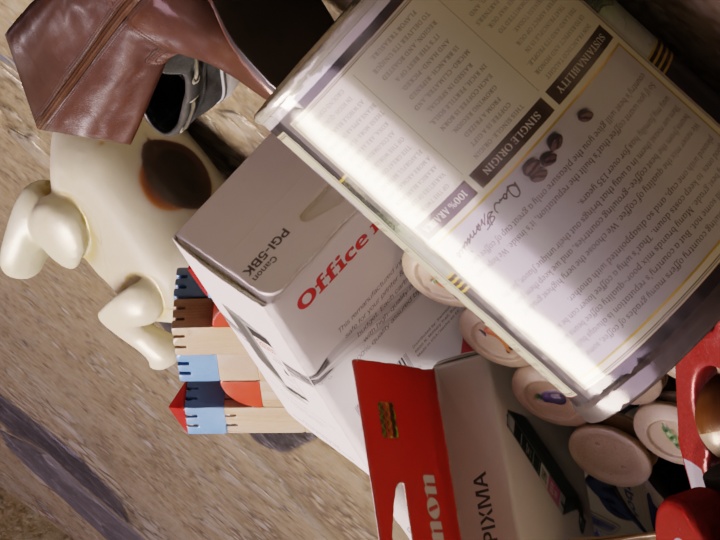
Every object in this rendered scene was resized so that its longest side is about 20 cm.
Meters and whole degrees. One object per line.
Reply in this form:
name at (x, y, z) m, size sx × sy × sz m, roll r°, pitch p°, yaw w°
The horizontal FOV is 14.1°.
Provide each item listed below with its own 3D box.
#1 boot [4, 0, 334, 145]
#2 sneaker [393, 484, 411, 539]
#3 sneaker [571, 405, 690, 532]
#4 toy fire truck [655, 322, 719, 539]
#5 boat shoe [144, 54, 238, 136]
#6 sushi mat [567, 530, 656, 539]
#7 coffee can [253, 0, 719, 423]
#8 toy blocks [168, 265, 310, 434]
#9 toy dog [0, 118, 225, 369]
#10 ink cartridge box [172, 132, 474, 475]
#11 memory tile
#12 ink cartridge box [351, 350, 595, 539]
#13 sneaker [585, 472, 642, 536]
boot at (-0.104, -0.107, 1.596) m, size 0.186 × 0.064 × 0.200 m, roll 48°, pitch 141°, yaw 5°
sneaker at (0.080, 0.149, 1.941) m, size 0.087 × 0.075 × 0.200 m, roll 46°, pitch -162°, yaw 11°
sneaker at (0.212, 0.150, 1.675) m, size 0.199 × 0.081 × 0.115 m, roll 45°, pitch 168°, yaw -13°
toy fire truck at (0.209, 0.079, 1.423) m, size 0.200 × 0.112 × 0.168 m, roll 179°, pitch 77°, yaw -72°
boat shoe at (-0.109, -0.137, 1.677) m, size 0.069 × 0.057 × 0.200 m, roll 35°, pitch 164°, yaw 18°
sushi mat at (0.221, 0.162, 1.615) m, size 0.200 × 0.012 × 0.096 m, roll -11°, pitch 139°, yaw 34°
coffee can at (0.075, -0.053, 1.267) m, size 0.200 × 0.146 × 0.146 m, roll 42°, pitch 166°, yaw -5°
toy blocks at (-0.056, 0.034, 1.810) m, size 0.137 × 0.100 × 0.200 m, roll 0°, pitch 136°, yaw 4°
toy dog at (-0.112, -0.027, 1.930) m, size 0.200 × 0.139 × 0.194 m, roll 36°, pitch 129°, yaw 24°
ink cartridge box at (0.000, 0.000, 1.631) m, size 0.083 × 0.147 × 0.200 m, roll 34°, pitch 164°, yaw 34°
memory tile at (0.125, 0.038, 1.562) m, size 0.153 × 0.017 × 0.200 m, roll -19°, pitch 123°, yaw 46°
ink cartridge box at (0.072, 0.144, 1.619) m, size 0.044 × 0.200 × 0.174 m, roll -16°, pitch 167°, yaw 30°
sneaker at (0.145, 0.138, 1.855) m, size 0.075 × 0.088 × 0.200 m, roll 6°, pitch -152°, yaw -40°
